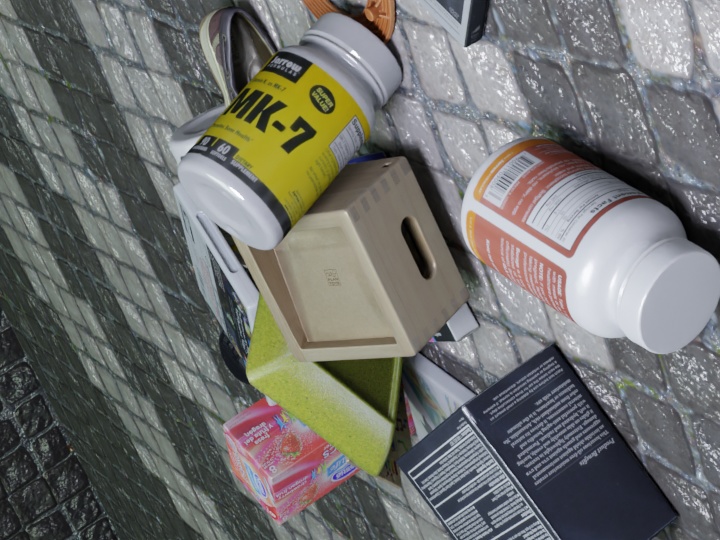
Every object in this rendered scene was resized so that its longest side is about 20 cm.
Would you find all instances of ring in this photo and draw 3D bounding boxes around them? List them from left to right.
[{"bbox_3d":[-0.037,-0.283,1.684,0.200,0.019,0.201,47,157,27],"label":"ring"}]

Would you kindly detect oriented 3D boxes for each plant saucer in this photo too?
[{"bbox_3d":[-0.020,0.077,1.922,0.048,0.200,0.200,-27,128,33],"label":"plant saucer"}]

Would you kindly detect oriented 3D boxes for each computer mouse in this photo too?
[{"bbox_3d":[-0.116,0.080,2.359,0.139,0.053,0.200,54,149,7],"label":"computer mouse"}]

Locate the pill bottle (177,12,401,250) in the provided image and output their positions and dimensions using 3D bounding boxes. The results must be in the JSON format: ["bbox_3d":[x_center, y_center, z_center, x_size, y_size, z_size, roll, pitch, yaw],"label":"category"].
[{"bbox_3d":[-0.059,-0.126,1.678,0.114,0.200,0.114,35,162,13],"label":"pill bottle"}]

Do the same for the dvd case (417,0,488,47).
[{"bbox_3d":[0.051,-0.286,1.473,0.150,0.025,0.200,48,158,23],"label":"dvd case"}]

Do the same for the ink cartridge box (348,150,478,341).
[{"bbox_3d":[0.041,-0.021,1.870,0.200,0.037,0.095,63,159,-9],"label":"ink cartridge box"}]

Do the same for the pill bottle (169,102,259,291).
[{"bbox_3d":[-0.117,-0.076,2.035,0.111,0.111,0.200,16,134,61],"label":"pill bottle"}]

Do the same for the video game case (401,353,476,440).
[{"bbox_3d":[0.119,0.193,2.015,0.200,0.022,0.183,36,151,45],"label":"video game case"}]

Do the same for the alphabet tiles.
[{"bbox_3d":[0.002,0.125,1.992,0.166,0.006,0.200,32,-138,-48],"label":"alphabet tiles"}]

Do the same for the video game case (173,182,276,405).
[{"bbox_3d":[-0.139,0.026,2.019,0.182,0.023,0.200,57,166,31],"label":"video game case"}]

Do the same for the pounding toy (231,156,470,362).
[{"bbox_3d":[0.000,0.000,1.797,0.184,0.142,0.200,-5,119,43],"label":"pounding toy"}]

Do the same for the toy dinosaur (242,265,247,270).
[{"bbox_3d":[-0.113,0.003,2.188,0.200,0.105,0.182,97,156,-75],"label":"toy dinosaur"}]

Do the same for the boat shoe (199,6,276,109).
[{"bbox_3d":[-0.100,-0.175,1.913,0.200,0.072,0.065,67,163,-8],"label":"boat shoe"}]

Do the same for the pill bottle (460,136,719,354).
[{"bbox_3d":[0.177,-0.017,1.448,0.200,0.112,0.112,36,151,44],"label":"pill bottle"}]

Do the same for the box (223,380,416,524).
[{"bbox_3d":[-0.043,0.176,2.104,0.095,0.200,0.103,45,156,31],"label":"box"}]

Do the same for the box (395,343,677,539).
[{"bbox_3d":[0.162,0.205,1.777,0.199,0.123,0.200,55,155,7],"label":"box"}]
